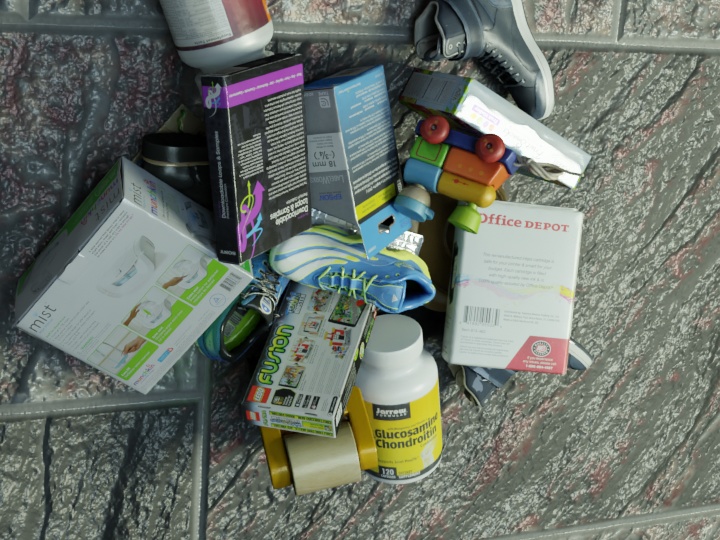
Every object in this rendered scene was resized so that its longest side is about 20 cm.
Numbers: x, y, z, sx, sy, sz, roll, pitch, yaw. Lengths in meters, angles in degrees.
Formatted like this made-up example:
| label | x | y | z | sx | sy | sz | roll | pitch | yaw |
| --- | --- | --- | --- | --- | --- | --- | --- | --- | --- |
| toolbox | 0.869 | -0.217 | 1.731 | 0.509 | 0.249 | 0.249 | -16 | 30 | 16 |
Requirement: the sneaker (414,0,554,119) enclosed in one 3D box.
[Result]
| label | x | y | z | sx | sy | sz | roll | pitch | yaw |
| --- | --- | --- | --- | --- | --- | --- | --- | --- | --- |
| sneaker | 0.147 | -0.254 | 1.557 | 0.146 | 0.077 | 0.202 | -32 | 106 | -27 |

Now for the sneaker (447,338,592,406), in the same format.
| label | x | y | z | sx | sy | sz | roll | pitch | yaw |
| --- | --- | --- | --- | --- | --- | --- | --- | --- | --- |
| sneaker | 0.206 | 0.122 | 1.698 | 0.202 | 0.077 | 0.146 | 30 | 98 | -36 |

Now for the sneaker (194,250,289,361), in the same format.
| label | x | y | z | sx | sy | sz | roll | pitch | yaw |
| --- | --- | --- | --- | --- | --- | --- | --- | --- | --- |
| sneaker | -0.115 | 0.025 | 1.512 | 0.079 | 0.089 | 0.200 | 31 | 87 | -29 |

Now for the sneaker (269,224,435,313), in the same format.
| label | x | y | z | sx | sy | sz | roll | pitch | yaw |
| --- | --- | --- | --- | --- | --- | --- | --- | --- | --- |
| sneaker | 0.000 | 0.000 | 1.470 | 0.200 | 0.105 | 0.076 | 6 | 106 | -25 |

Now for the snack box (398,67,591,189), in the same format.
| label | x | y | z | sx | sy | sz | roll | pitch | yaw |
| --- | --- | --- | --- | --- | --- | --- | --- | --- | --- |
| snack box | 0.162 | -0.173 | 1.559 | 0.200 | 0.142 | 0.053 | 27 | 91 | -29 |

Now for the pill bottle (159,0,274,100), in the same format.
| label | x | y | z | sx | sy | sz | roll | pitch | yaw |
| --- | --- | --- | --- | --- | --- | --- | --- | --- | --- |
| pill bottle | -0.159 | -0.288 | 1.390 | 0.109 | 0.110 | 0.200 | -25 | 114 | -17 |

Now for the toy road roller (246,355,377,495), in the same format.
| label | x | y | z | sx | sy | sz | roll | pitch | yaw |
| --- | --- | --- | --- | --- | --- | --- | --- | --- | --- |
| toy road roller | -0.058 | 0.190 | 1.534 | 0.123 | 0.200 | 0.146 | -12 | 141 | -7 |

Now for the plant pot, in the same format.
| label | x | y | z | sx | sy | sz | roll | pitch | yaw |
| --- | --- | --- | --- | --- | --- | --- | --- | --- | --- |
| plant pot | 0.123 | -0.046 | 1.616 | 0.200 | 0.027 | 0.200 | -5 | 98 | -36 |

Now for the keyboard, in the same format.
| label | x | y | z | sx | sy | sz | roll | pitch | yaw |
| --- | --- | --- | --- | --- | --- | --- | --- | --- | --- |
| keyboard | -0.018 | -0.038 | 1.515 | 0.200 | 0.011 | 0.056 | 14 | 104 | -27 |

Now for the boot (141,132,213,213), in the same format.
| label | x | y | z | sx | sy | sz | roll | pitch | yaw |
| --- | --- | --- | --- | --- | --- | --- | --- | --- | --- |
| boot | -0.158 | -0.082 | 1.474 | 0.200 | 0.077 | 0.138 | 3 | 111 | -19 |

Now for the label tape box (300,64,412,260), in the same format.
| label | x | y | z | sx | sy | sz | roll | pitch | yaw |
| --- | --- | --- | --- | --- | --- | --- | --- | --- | --- |
| label tape box | -0.009 | -0.125 | 1.483 | 0.144 | 0.063 | 0.200 | -36 | 119 | -60 |

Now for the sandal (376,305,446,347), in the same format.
| label | x | y | z | sx | sy | sz | roll | pitch | yaw |
| --- | --- | --- | --- | --- | --- | --- | --- | --- | --- |
| sandal | 0.047 | 0.047 | 1.627 | 0.200 | 0.048 | 0.075 | 28 | 90 | -41 |

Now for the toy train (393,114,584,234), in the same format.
| label | x | y | z | sx | sy | sz | roll | pitch | yaw |
| --- | --- | --- | --- | --- | --- | --- | --- | --- | --- |
| toy train | 0.142 | -0.092 | 1.476 | 0.116 | 0.200 | 0.085 | -66 | 160 | -7 |

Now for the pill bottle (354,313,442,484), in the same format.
| label | x | y | z | sx | sy | sz | roll | pitch | yaw |
| --- | --- | --- | --- | --- | --- | --- | --- | --- | --- |
| pill bottle | 0.042 | 0.158 | 1.592 | 0.112 | 0.112 | 0.200 | -20 | 125 | -20 |

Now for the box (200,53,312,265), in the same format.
| label | x | y | z | sx | sy | sz | roll | pitch | yaw |
| --- | --- | --- | --- | --- | --- | --- | --- | --- | --- |
| box | -0.108 | -0.121 | 1.367 | 0.143 | 0.036 | 0.200 | -30 | 121 | -54 |

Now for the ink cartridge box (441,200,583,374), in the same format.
| label | x | y | z | sx | sy | sz | roll | pitch | yaw |
| --- | --- | --- | --- | --- | --- | --- | --- | --- | --- |
| ink cartridge box | 0.184 | 0.017 | 1.562 | 0.146 | 0.083 | 0.200 | 6 | 93 | -3 |

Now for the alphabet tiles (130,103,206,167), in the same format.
| label | x | y | z | sx | sy | sz | roll | pitch | yaw |
| --- | --- | --- | --- | --- | --- | --- | --- | --- | --- |
| alphabet tiles | -0.193 | -0.090 | 1.490 | 0.200 | 0.006 | 0.166 | -50 | 119 | -5 |

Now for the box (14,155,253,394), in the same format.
| label | x | y | z | sx | sy | sz | roll | pitch | yaw |
| --- | --- | --- | --- | --- | --- | --- | --- | --- | --- |
| box | -0.248 | 0.010 | 1.402 | 0.176 | 0.097 | 0.200 | 32 | 113 | -28 |

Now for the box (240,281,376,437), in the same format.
| label | x | y | z | sx | sy | sz | roll | pitch | yaw |
| --- | --- | --- | --- | --- | --- | --- | --- | --- | --- |
| box | -0.056 | 0.099 | 1.487 | 0.110 | 0.200 | 0.035 | 8 | 135 | 12 |
